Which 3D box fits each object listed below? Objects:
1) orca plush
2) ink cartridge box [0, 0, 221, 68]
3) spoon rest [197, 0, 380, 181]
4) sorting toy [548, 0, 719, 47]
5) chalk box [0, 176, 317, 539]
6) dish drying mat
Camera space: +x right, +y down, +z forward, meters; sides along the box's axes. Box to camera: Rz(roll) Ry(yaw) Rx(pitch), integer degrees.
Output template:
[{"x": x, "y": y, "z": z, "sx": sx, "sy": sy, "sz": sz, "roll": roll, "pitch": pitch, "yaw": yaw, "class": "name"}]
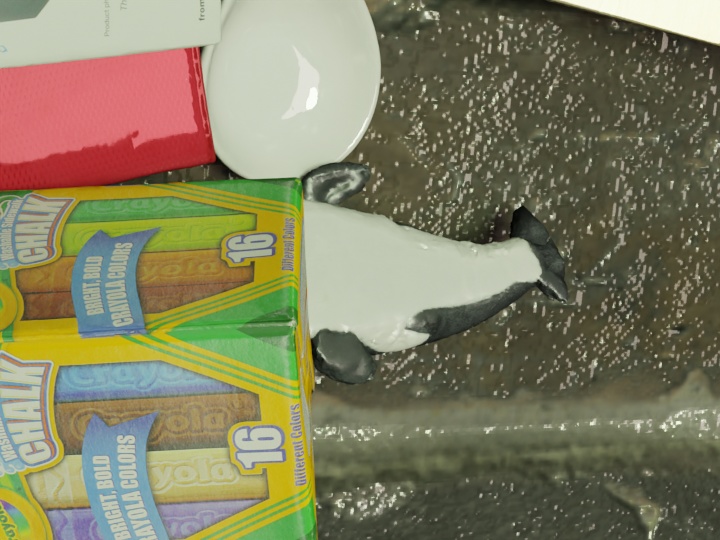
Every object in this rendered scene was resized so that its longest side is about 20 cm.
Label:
[{"x": 0.000, "y": 0.000, "z": 1.087, "sx": 0.199, "sy": 0.071, "sz": 0.106, "roll": -18, "pitch": 88, "yaw": -31, "class": "orca plush"}, {"x": -0.175, "y": -0.134, "z": 0.900, "sx": 0.199, "sy": 0.145, "sz": 0.088, "roll": -8, "pitch": 107, "yaw": -29, "class": "ink cartridge box"}, {"x": -0.042, "y": -0.136, "z": 1.027, "sx": 0.099, "sy": 0.061, "sz": 0.201, "roll": -19, "pitch": 110, "yaw": -25, "class": "spoon rest"}, {"x": 0.176, "y": -0.216, "z": 1.094, "sx": 0.198, "sy": 0.070, "sz": 0.201, "roll": 14, "pitch": 95, "yaw": -8, "class": "sorting toy"}, {"x": -0.121, "y": 0.043, "z": 0.954, "sx": 0.199, "sy": 0.125, "sz": 0.124, "roll": -3, "pitch": 123, "yaw": 0, "class": "chalk box"}, {"x": -0.165, "y": -0.066, "z": 0.980, "sx": 0.199, "sy": 0.018, "sz": 0.077, "roll": -13, "pitch": 108, "yaw": -17, "class": "dish drying mat"}]
